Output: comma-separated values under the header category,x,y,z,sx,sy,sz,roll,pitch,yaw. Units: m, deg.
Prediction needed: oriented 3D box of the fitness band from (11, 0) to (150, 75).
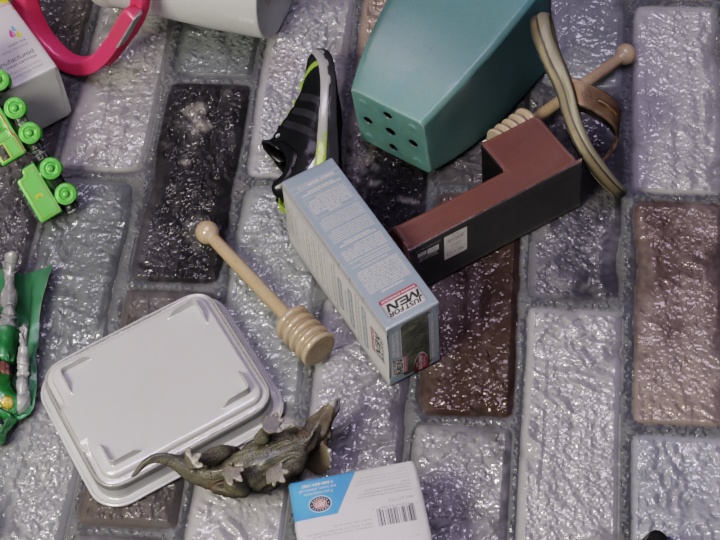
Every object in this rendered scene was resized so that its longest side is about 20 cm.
category,x,y,z,sx,sy,sz,roll,pitch,yaw
fitness band,-0.297,-0.293,1.750,0.144,0.200,0.037,47,46,0

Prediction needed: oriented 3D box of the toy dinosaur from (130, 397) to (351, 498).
category,x,y,z,sx,sy,sz,roll,pitch,yaw
toy dinosaur,-0.100,0.176,1.476,0.199,0.102,0.077,-22,69,0

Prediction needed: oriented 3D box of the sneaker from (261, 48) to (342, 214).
category,x,y,z,sx,sy,sz,roll,pitch,yaw
sneaker,-0.062,-0.147,1.700,0.082,0.072,0.201,-4,55,3

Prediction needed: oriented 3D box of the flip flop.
category,x,y,z,sx,sy,sz,roll,pitch,yaw
flip flop,0.225,-0.167,1.644,0.057,0.081,0.201,-21,86,7

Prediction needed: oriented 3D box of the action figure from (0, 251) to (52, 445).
category,x,y,z,sx,sy,sz,roll,pitch,yaw
action figure,-0.350,0.077,1.583,0.117,0.055,0.201,-8,59,-4

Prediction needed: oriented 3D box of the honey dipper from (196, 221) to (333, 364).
category,x,y,z,sx,sy,sz,roll,pitch,yaw
honey dipper,-0.100,0.017,1.606,0.038,0.038,0.200,-35,57,-19

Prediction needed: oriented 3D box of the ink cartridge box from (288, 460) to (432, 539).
category,x,y,z,sx,sy,sz,roll,pitch,yaw
ink cartridge box,0.011,0.273,1.407,0.115,0.068,0.201,-10,55,-2

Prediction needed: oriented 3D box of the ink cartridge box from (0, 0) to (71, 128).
category,x,y,z,sx,sy,sz,roll,pitch,yaw
ink cartridge box,-0.424,-0.223,1.772,0.144,0.084,0.200,-30,59,-15

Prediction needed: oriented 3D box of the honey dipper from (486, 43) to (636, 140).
category,x,y,z,sx,sy,sz,roll,pitch,yaw
honey dipper,0.214,-0.183,1.726,0.200,0.038,0.038,-37,61,-22

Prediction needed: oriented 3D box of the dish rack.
category,x,y,z,sx,sy,sz,roll,pitch,yaw
dish rack,-0.190,0.111,1.551,0.199,0.044,0.172,-28,59,-13

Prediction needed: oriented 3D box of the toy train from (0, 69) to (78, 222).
category,x,y,z,sx,sy,sz,roll,pitch,yaw
toy train,-0.353,-0.139,1.675,0.056,0.042,0.201,-31,96,-5

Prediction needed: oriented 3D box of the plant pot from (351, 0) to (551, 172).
category,x,y,z,sx,sy,sz,roll,pitch,yaw
plant pot,0.085,-0.213,1.700,0.141,0.142,0.200,29,68,22

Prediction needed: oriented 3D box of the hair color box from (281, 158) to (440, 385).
category,x,y,z,sx,sy,sz,roll,pitch,yaw
hair color box,0.000,0.000,1.577,0.060,0.099,0.200,-26,58,-14

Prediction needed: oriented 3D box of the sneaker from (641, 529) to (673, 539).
category,x,y,z,sx,sy,sz,roll,pitch,yaw
sneaker,0.178,0.268,1.396,0.199,0.071,0.083,-26,63,-9

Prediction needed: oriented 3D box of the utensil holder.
category,x,y,z,sx,sy,sz,roll,pitch,yaw
utensil holder,-0.177,-0.351,1.792,0.199,0.170,0.171,14,57,11

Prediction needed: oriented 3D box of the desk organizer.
category,x,y,z,sx,sy,sz,roll,pitch,yaw
desk organizer,0.115,-0.067,1.633,0.199,0.072,0.077,-27,55,-14
